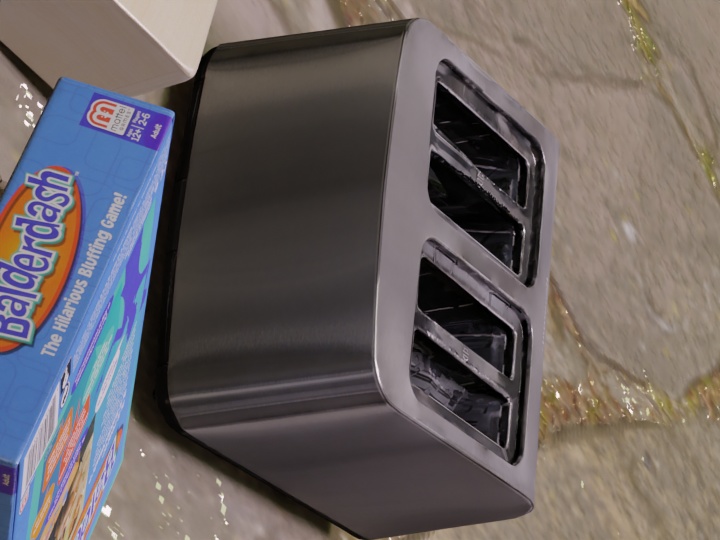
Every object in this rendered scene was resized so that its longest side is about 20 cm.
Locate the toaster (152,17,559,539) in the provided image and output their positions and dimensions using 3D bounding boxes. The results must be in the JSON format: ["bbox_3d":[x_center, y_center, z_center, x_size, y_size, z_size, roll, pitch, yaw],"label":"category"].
[{"bbox_3d":[0.000,0.000,1.146,0.200,0.118,0.182,37,52,-51],"label":"toaster"}]

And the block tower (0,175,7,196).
[{"bbox_3d":[-0.160,0.010,0.854,0.054,0.058,0.200,35,20,-3],"label":"block tower"}]

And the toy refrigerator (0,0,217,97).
[{"bbox_3d":[-0.092,-0.170,1.077,0.076,0.070,0.201,43,47,-39],"label":"toy refrigerator"}]

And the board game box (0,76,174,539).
[{"bbox_3d":[-0.115,0.058,0.901,0.201,0.045,0.153,103,5,-49],"label":"board game box"}]
